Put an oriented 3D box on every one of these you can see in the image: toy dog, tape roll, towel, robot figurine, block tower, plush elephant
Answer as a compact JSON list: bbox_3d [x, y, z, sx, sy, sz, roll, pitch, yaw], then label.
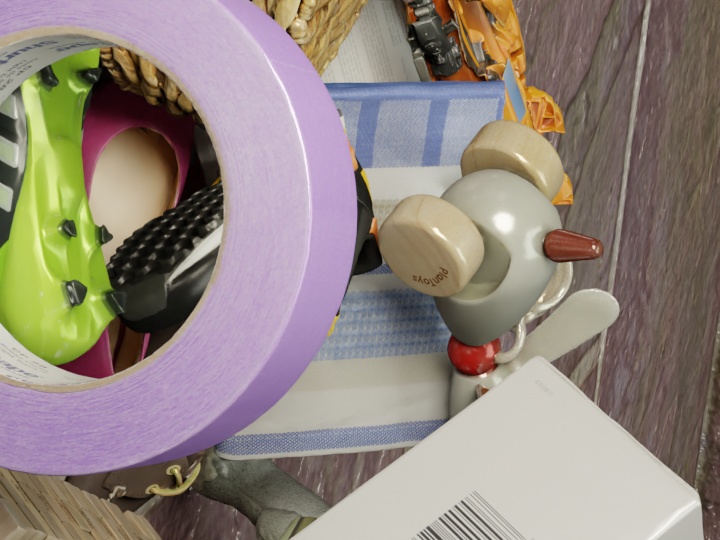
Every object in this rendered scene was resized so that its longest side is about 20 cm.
[{"bbox_3d":[0.082,0.021,1.422,0.132,0.096,0.200,-58,149,-16],"label":"toy dog"},{"bbox_3d":[-0.105,-0.023,1.127,0.066,0.200,0.200,2,99,-74],"label":"tape roll"},{"bbox_3d":[0.000,0.000,1.461,0.147,0.024,0.200,-4,112,-28],"label":"towel"},{"bbox_3d":[0.056,-0.128,1.524,0.145,0.058,0.200,-92,163,-55],"label":"robot figurine"},{"bbox_3d":[-0.139,0.129,1.309,0.054,0.058,0.200,-43,156,5],"label":"block tower"},{"bbox_3d":[-0.042,0.220,1.618,0.155,0.200,0.165,-52,160,-29],"label":"plush elephant"}]

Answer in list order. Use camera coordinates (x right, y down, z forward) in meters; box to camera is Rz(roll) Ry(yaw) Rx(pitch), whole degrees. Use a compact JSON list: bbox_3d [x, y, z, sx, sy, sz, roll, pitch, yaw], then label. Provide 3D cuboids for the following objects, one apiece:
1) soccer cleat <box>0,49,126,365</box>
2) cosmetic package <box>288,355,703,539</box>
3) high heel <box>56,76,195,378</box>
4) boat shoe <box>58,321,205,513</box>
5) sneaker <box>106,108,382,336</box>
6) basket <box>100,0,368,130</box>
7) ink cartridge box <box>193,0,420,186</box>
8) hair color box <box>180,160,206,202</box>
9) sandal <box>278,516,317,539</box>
[{"bbox_3d":[-0.147,-0.055,1.220,0.067,0.081,0.200,22,58,-55],"label":"soccer cleat"},{"bbox_3d":[0.057,0.184,1.379,0.199,0.123,0.200,-35,142,-17],"label":"cosmetic package"},{"bbox_3d":[-0.102,-0.021,1.325,0.067,0.096,0.200,44,59,-29],"label":"high heel"},{"bbox_3d":[-0.099,0.072,1.406,0.200,0.059,0.072,-64,175,7],"label":"boat shoe"},{"bbox_3d":[-0.040,-0.002,1.316,0.090,0.070,0.200,63,30,-11],"label":"sneaker"},{"bbox_3d":[-0.067,-0.161,1.348,0.200,0.149,0.143,-61,175,-52],"label":"basket"},{"bbox_3d":[-0.045,-0.116,1.493,0.200,0.047,0.160,-29,107,-49],"label":"ink cartridge box"},{"bbox_3d":[-0.068,0.002,1.535,0.200,0.064,0.111,-42,140,-63],"label":"hair color box"},{"bbox_3d":[-0.063,0.175,1.428,0.201,0.057,0.080,-40,133,-62],"label":"sandal"}]
